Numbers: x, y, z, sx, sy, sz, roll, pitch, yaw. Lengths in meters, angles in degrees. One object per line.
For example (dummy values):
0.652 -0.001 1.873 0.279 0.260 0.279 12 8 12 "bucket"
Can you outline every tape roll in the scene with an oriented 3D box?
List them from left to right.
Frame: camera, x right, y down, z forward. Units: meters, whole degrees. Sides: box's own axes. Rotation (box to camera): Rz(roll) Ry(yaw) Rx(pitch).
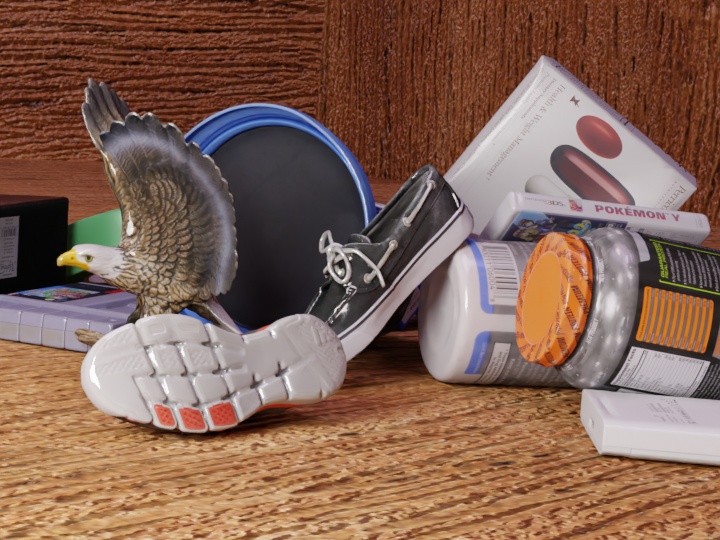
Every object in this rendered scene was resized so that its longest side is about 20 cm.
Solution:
-0.191 -0.026 1.717 0.199 0.048 0.200 -11 -7 -1 "tape roll"

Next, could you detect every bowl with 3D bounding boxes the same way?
-0.077 -0.033 1.466 0.200 0.202 0.039 8 5 24 "bowl"

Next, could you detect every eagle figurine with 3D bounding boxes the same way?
-0.150 -0.024 1.312 0.151 0.201 0.151 14 10 18 "eagle figurine"

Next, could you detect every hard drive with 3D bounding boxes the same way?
0.256 0.111 1.245 0.199 0.026 0.132 5 6 0 "hard drive"

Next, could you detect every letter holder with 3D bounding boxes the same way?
-0.351 -0.013 1.539 0.141 0.101 0.200 5 6 14 "letter holder"

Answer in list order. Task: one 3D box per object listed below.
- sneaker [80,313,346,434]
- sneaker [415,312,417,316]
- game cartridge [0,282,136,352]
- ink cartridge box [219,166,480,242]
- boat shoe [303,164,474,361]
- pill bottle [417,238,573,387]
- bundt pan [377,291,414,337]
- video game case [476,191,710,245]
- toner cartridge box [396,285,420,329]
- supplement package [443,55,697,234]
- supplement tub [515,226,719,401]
-0.102 0.075 1.182 0.199 0.077 0.082 1 -19 -41 "sneaker"
0.075 0.014 1.778 0.092 0.076 0.200 -3 8 -28 "sneaker"
-0.213 0.037 1.510 0.129 0.039 0.200 12 8 20 "game cartridge"
0.000 -0.038 1.563 0.196 0.044 0.200 14 0 23 "ink cartridge box"
0.001 0.000 1.369 0.199 0.068 0.074 -43 23 -15 "boat shoe"
0.155 0.035 1.445 0.199 0.114 0.114 4 6 -17 "pill bottle"
-0.047 0.009 1.588 0.201 0.076 0.202 14 -2 0 "bundt pan"
0.167 0.007 1.530 0.181 0.023 0.200 6 -35 -21 "video game case"
-0.011 -0.005 1.766 0.200 0.043 0.095 11 53 46 "toner cartridge box"
0.204 -0.080 1.844 0.200 0.191 0.147 40 11 4 "supplement package"
0.222 0.038 1.342 0.199 0.123 0.123 12 4 -16 "supplement tub"
